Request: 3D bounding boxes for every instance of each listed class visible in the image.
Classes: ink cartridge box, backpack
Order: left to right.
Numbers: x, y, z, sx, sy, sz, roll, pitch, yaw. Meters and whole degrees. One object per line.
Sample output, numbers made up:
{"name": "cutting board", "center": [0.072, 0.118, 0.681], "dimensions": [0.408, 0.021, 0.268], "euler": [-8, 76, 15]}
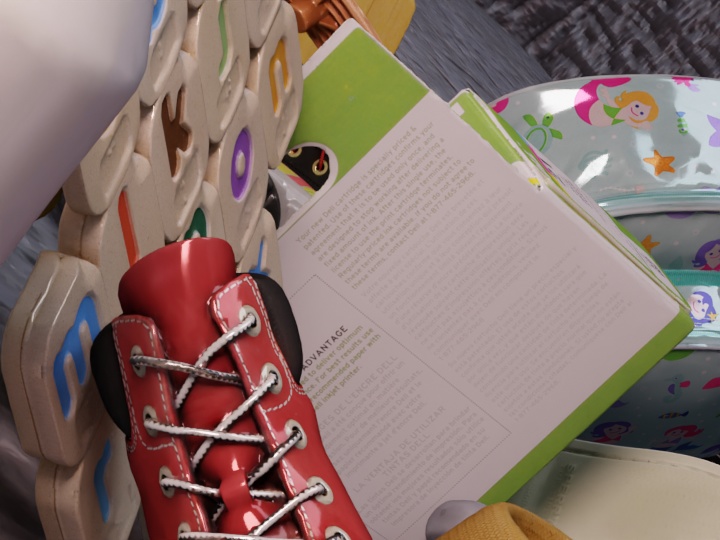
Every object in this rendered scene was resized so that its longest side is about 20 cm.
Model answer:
{"name": "ink cartridge box", "center": [0.000, 0.000, 0.890], "dimensions": [0.200, 0.148, 0.076], "euler": [39, 11, -36]}
{"name": "backpack", "center": [0.112, 0.000, 1.149], "dimensions": [0.200, 0.177, 0.151], "euler": [108, -23, -54]}

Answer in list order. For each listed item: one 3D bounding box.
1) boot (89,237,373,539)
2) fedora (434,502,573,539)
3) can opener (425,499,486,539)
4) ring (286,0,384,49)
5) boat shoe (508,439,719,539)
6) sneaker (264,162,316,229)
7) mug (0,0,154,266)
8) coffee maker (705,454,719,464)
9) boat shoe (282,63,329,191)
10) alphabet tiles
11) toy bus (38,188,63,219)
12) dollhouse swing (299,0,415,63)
{"name": "boot", "center": [-0.022, 0.072, 0.569], "dimensions": [0.200, 0.072, 0.144], "euler": [-125, -161, -71]}
{"name": "fedora", "center": [0.059, 0.137, 0.782], "dimensions": [0.201, 0.082, 0.201], "euler": [45, 10, -11]}
{"name": "can opener", "center": [0.083, 0.161, 0.942], "dimensions": [0.200, 0.053, 0.067], "euler": [42, -22, -21]}
{"name": "ring", "center": [-0.050, -0.071, 1.033], "dimensions": [0.200, 0.019, 0.201], "euler": [34, -35, 28]}
{"name": "boat shoe", "center": [0.104, 0.113, 0.983], "dimensions": [0.199, 0.075, 0.066], "euler": [13, -24, 26]}
{"name": "sneaker", "center": [-0.034, -0.006, 1.000], "dimensions": [0.200, 0.078, 0.090], "euler": [45, -1, -28]}
{"name": "mug", "center": [-0.127, -0.040, 0.498], "dimensions": [0.149, 0.153, 0.187], "euler": [48, 10, 3]}
{"name": "coffee maker", "center": [0.299, 0.074, 1.899], "dimensions": [0.135, 0.192, 0.200], "euler": [26, 30, 7]}
{"name": "boat shoe", "center": [-0.018, -0.047, 1.098], "dimensions": [0.201, 0.074, 0.063], "euler": [26, -22, 42]}
{"name": "alphabet tiles", "center": [-0.053, -0.017, 0.694], "dimensions": [0.196, 0.015, 0.200], "euler": [84, 20, -46]}
{"name": "toy bus", "center": [-0.127, -0.093, 0.757], "dimensions": [0.136, 0.200, 0.192], "euler": [12, -20, -4]}
{"name": "dollhouse swing", "center": [0.002, -0.143, 1.466], "dimensions": [0.176, 0.182, 0.200], "euler": [19, 21, -25]}
